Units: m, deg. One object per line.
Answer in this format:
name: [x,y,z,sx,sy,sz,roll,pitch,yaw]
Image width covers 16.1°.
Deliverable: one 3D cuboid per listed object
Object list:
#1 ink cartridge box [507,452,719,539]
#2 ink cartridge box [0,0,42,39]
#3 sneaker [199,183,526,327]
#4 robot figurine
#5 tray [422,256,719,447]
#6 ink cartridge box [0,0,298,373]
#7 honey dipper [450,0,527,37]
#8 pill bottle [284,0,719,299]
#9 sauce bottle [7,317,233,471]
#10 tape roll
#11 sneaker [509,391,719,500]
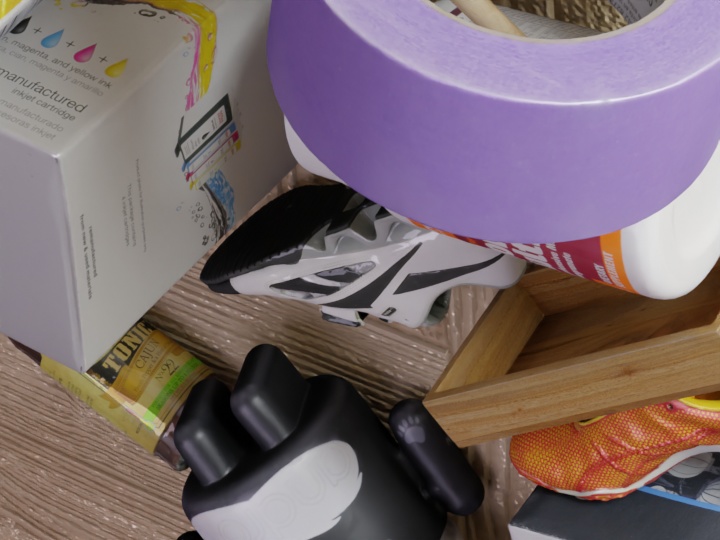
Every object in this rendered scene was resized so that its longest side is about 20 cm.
ink cartridge box: [0.182,0.130,1.274,0.199,0.100,0.039,12,134,34]
ink cartridge box: [-0.200,-0.215,1.185,0.200,0.198,0.047,45,141,-7]
sneaker: [0.000,0.000,1.328,0.199,0.074,0.089,-12,123,44]
robot figurine: [-0.022,0.140,1.458,0.200,0.125,0.150,53,149,-15]
tray: [0.126,0.026,1.212,0.200,0.099,0.037,-18,118,49]
ink cartridge box: [-0.138,-0.085,1.263,0.147,0.200,0.145,23,139,24]
honey dipper: [0.036,-0.130,1.129,0.200,0.038,0.038,49,151,31]
pill bottle: [0.071,-0.064,1.167,0.199,0.110,0.110,17,138,30]
sauce bottle: [-0.169,0.040,1.537,0.200,0.065,0.065,35,144,6]
tape roll: [0.063,-0.114,1.044,0.199,0.200,0.085,30,144,15]
sneaker: [0.150,0.061,1.254,0.199,0.073,0.077,-19,128,39]
